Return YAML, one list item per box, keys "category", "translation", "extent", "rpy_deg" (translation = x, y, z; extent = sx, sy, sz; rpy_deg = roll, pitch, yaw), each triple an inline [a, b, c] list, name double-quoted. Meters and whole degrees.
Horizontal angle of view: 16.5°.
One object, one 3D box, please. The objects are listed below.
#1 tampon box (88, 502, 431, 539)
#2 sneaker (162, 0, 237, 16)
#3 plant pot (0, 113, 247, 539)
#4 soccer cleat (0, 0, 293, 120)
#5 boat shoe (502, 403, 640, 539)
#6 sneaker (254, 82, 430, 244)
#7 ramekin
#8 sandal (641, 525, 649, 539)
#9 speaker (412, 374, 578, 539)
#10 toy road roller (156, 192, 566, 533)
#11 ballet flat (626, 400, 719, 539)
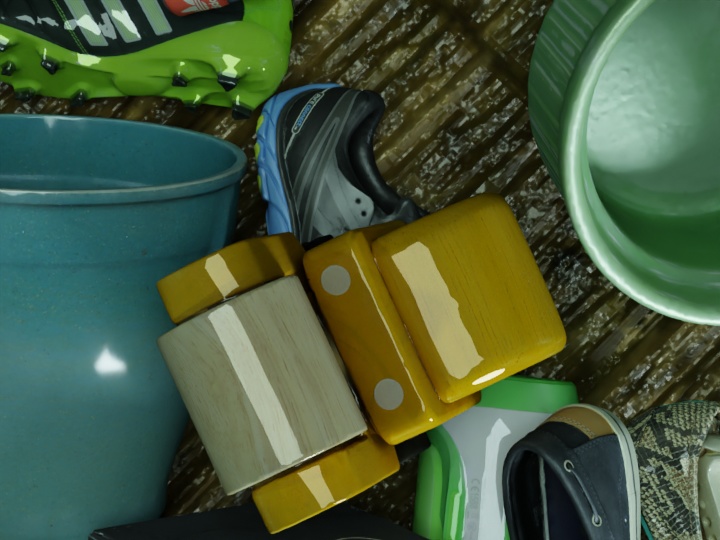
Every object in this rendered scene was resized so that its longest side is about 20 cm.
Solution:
- category: "tampon box"
  translation: [-0.042, 0.226, 1.195]
  extent: [0.126, 0.150, 0.201]
  rpy_deg: [18, 108, 47]
- category: "sneaker"
  translation: [-0.108, -0.217, 1.271]
  extent: [0.084, 0.075, 0.200]
  rpy_deg: [-29, 64, 3]
- category: "plant pot"
  translation: [-0.159, 0.031, 1.237]
  extent: [0.200, 0.200, 0.188]
  rpy_deg: [4, 103, 5]
- category: "soccer cleat"
  translation: [-0.131, -0.130, 1.301]
  extent: [0.199, 0.068, 0.081]
  rpy_deg: [8, 62, 11]
- category: "boat shoe"
  translation: [0.105, 0.166, 1.193]
  extent: [0.075, 0.062, 0.201]
  rpy_deg: [-4, 95, 44]
- category: "sneaker"
  translation: [0.000, 0.000, 1.276]
  extent: [0.083, 0.071, 0.200]
  rpy_deg: [-12, 85, 14]
- category: "ramekin"
  translation: [0.178, -0.083, 1.217]
  extent: [0.199, 0.098, 0.200]
  rpy_deg: [-6, 115, -14]
- category: "sandal"
  translation: [0.137, 0.188, 1.252]
  extent: [0.082, 0.055, 0.201]
  rpy_deg: [3, 84, 41]
- category: "speaker"
  translation: [0.064, 0.153, 1.261]
  extent: [0.088, 0.088, 0.201]
  rpy_deg: [6, 89, 5]
- category: "toy road roller"
  translation: [0.007, 0.029, 1.151]
  extent: [0.146, 0.200, 0.123]
  rpy_deg: [-26, 87, 17]
- category: "ballet flat"
  translation: [0.182, 0.158, 1.199]
  extent: [0.075, 0.068, 0.200]
  rpy_deg: [-22, 79, 37]
